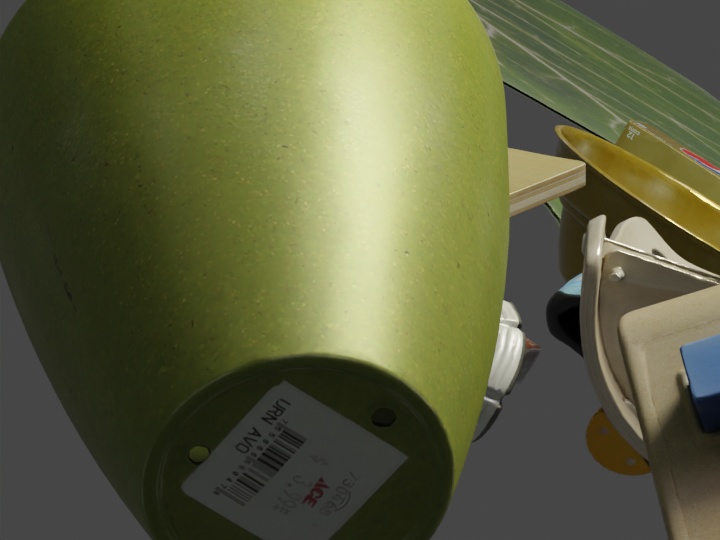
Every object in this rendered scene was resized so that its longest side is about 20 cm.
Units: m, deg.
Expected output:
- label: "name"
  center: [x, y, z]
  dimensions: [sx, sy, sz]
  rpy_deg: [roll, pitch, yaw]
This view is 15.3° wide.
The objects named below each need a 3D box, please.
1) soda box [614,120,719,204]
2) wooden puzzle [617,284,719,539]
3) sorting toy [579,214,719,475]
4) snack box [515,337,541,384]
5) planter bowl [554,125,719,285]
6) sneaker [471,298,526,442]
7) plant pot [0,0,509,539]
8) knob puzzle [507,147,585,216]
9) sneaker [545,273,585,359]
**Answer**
- label: "soda box"
  center: [0.282, -0.039, 2.084]
  dimensions: [0.200, 0.064, 0.068]
  rpy_deg: [34, 12, 14]
- label: "wooden puzzle"
  center: [0.200, 0.058, 1.020]
  dimensions: [0.046, 0.185, 0.200]
  rpy_deg: [61, 15, -48]
- label: "sorting toy"
  center: [0.188, 0.030, 1.306]
  dimensions: [0.200, 0.107, 0.180]
  rpy_deg: [19, 24, -3]
- label: "snack box"
  center: [-0.007, -0.008, 1.301]
  dimensions: [0.200, 0.024, 0.072]
  rpy_deg: [35, 12, 19]
- label: "planter bowl"
  center: [0.182, -0.001, 1.615]
  dimensions: [0.200, 0.084, 0.200]
  rpy_deg: [30, 12, -7]
- label: "sneaker"
  center: [0.000, 0.000, 1.164]
  dimensions: [0.090, 0.078, 0.200]
  rpy_deg: [18, 14, -24]
- label: "plant pot"
  center: [-0.031, 0.008, 0.857]
  dimensions: [0.187, 0.187, 0.200]
  rpy_deg: [26, 27, -22]
- label: "knob puzzle"
  center: [-0.038, -0.022, 1.106]
  dimensions: [0.219, 0.031, 0.220]
  rpy_deg: [-4, 19, 2]
- label: "sneaker"
  center: [0.171, 0.067, 1.381]
  dimensions: [0.090, 0.078, 0.200]
  rpy_deg: [-14, 42, -44]
